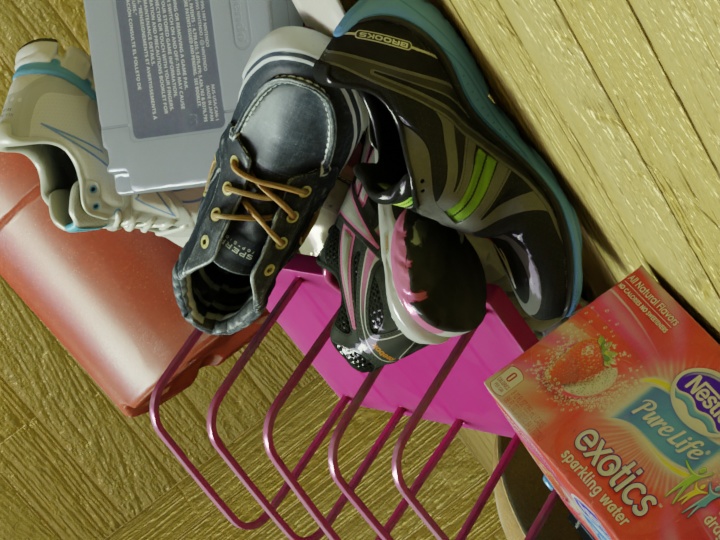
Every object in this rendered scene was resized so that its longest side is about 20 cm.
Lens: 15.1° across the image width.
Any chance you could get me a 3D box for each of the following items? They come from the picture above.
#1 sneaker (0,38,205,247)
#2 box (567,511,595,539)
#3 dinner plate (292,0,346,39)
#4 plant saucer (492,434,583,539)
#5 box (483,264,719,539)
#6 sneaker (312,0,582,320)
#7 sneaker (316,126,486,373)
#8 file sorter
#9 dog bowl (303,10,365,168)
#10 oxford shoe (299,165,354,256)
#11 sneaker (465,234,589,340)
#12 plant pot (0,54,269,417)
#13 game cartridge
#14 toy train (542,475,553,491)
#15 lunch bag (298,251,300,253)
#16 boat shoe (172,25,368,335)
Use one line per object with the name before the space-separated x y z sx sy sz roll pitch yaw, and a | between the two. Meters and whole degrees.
sneaker | -0.146 -0.047 1.648 0.200 0.087 0.075 38 148 -24
box | 0.178 0.176 1.454 0.160 0.044 0.200 53 177 8
dinner plate | -0.049 -0.191 1.420 0.200 0.024 0.200 63 -178 -5
plant saucer | 0.150 0.166 1.743 0.200 0.035 0.200 32 -144 -27
box | 0.159 0.103 1.274 0.200 0.103 0.095 51 177 48
sneaker | 0.044 -0.050 1.380 0.200 0.083 0.071 53 168 -23
sneaker | 0.012 -0.028 1.457 0.080 0.086 0.200 39 -147 -25
file sorter | 0.004 0.086 1.520 0.200 0.125 0.139 9 147 43
dog bowl | -0.063 -0.096 1.663 0.200 0.074 0.200 21 153 12
oxford shoe | 0.000 0.000 1.610 0.200 0.074 0.071 41 155 -20
sneaker | 0.077 -0.007 1.582 0.200 0.077 0.082 38 -149 -54
plant pot | -0.151 -0.022 1.799 0.195 0.201 0.201 53 177 6
game cartridge | -0.097 -0.148 1.558 0.041 0.133 0.200 -12 -84 -53
toy train | 0.184 0.154 1.673 0.200 0.087 0.114 54 -174 18
lunch bag | -0.025 -0.071 1.883 0.200 0.122 0.170 41 170 46
boat shoe | -0.049 -0.042 1.449 0.071 0.091 0.200 23 148 1
